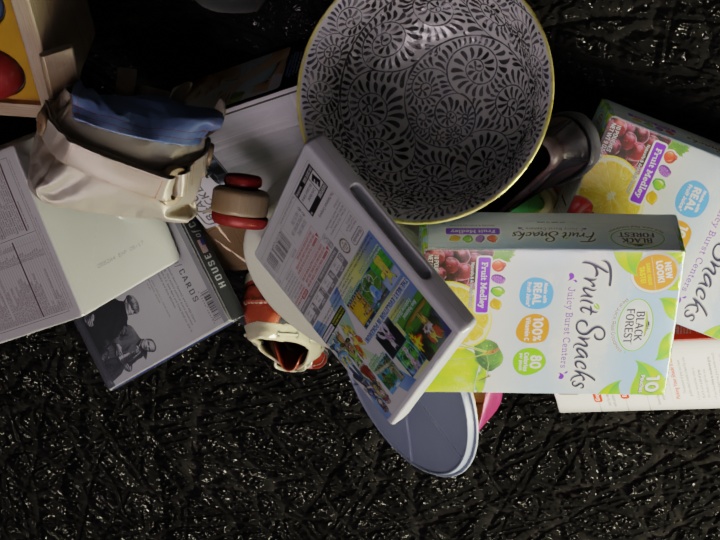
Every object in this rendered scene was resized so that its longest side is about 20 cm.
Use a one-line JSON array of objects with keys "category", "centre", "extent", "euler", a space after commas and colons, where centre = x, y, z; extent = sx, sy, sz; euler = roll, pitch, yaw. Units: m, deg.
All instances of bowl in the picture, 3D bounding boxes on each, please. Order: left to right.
[{"category": "bowl", "centre": [0.060, -0.132, 1.461], "extent": [0.199, 0.203, 0.094], "euler": [-1, 176, 18]}]

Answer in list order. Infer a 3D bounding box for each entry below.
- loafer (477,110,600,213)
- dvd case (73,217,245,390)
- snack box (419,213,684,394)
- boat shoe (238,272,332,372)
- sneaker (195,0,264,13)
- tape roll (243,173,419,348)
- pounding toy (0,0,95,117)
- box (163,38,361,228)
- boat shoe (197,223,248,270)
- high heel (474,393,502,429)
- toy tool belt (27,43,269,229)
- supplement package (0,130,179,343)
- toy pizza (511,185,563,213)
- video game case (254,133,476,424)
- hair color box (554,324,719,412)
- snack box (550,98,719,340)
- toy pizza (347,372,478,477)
[{"category": "loafer", "centre": [0.098, -0.070, 1.517], "extent": [0.199, 0.063, 0.072], "euler": [-28, 86, 39]}, {"category": "dvd case", "centre": [-0.200, 0.009, 1.713], "extent": [0.199, 0.025, 0.151], "euler": [-28, 88, 44]}, {"category": "snack box", "centre": [0.144, 0.026, 1.488], "extent": [0.198, 0.053, 0.143], "euler": [1, 127, -1]}, {"category": "boat shoe", "centre": [-0.066, 0.060, 1.737], "extent": [0.070, 0.063, 0.200], "euler": [-3, 160, 10]}, {"category": "sneaker", "centre": [-0.136, -0.261, 1.412], "extent": [0.199, 0.075, 0.106], "euler": [27, 136, -17]}, {"category": "tape roll", "centre": [0.000, 0.000, 1.580], "extent": [0.201, 0.037, 0.204], "euler": [17, 141, 14]}, {"category": "pounding toy", "centre": [-0.331, -0.191, 1.498], "extent": [0.198, 0.143, 0.185], "euler": [4, 139, 11]}, {"category": "box", "centre": [-0.074, -0.114, 1.578], "extent": [0.199, 0.060, 0.117], "euler": [-14, 133, 29]}, {"category": "boat shoe", "centre": [-0.047, -0.046, 1.646], "extent": [0.198, 0.065, 0.072], "euler": [-8, 126, 28]}, {"category": "high heel", "centre": [0.094, 0.057, 1.699], "extent": [0.067, 0.096, 0.201], "euler": [5, 140, 10]}, {"category": "toy tool belt", "centre": [-0.159, -0.103, 1.486], "extent": [0.198, 0.124, 0.125], "euler": [6, -173, -20]}, {"category": "supplement package", "centre": [-0.294, -0.030, 1.628], "extent": [0.199, 0.152, 0.152], "euler": [-17, 99, 32]}, {"category": "toy pizza", "centre": [0.146, -0.016, 1.604], "extent": [0.198, 0.032, 0.202], "euler": [5, 123, 8]}, {"category": "video game case", "centre": [-0.001, 0.011, 1.462], "extent": [0.183, 0.022, 0.200], "euler": [51, 154, 10]}, {"category": "hair color box", "centre": [0.266, 0.072, 1.695], "extent": [0.198, 0.062, 0.102], "euler": [-3, 137, 18]}, {"category": "snack box", "centre": [0.259, -0.034, 1.534], "extent": [0.198, 0.053, 0.143], "euler": [21, 110, -8]}, {"category": "toy pizza", "centre": [0.048, 0.092, 1.732], "extent": [0.200, 0.032, 0.201], "euler": [40, 144, 38]}]
